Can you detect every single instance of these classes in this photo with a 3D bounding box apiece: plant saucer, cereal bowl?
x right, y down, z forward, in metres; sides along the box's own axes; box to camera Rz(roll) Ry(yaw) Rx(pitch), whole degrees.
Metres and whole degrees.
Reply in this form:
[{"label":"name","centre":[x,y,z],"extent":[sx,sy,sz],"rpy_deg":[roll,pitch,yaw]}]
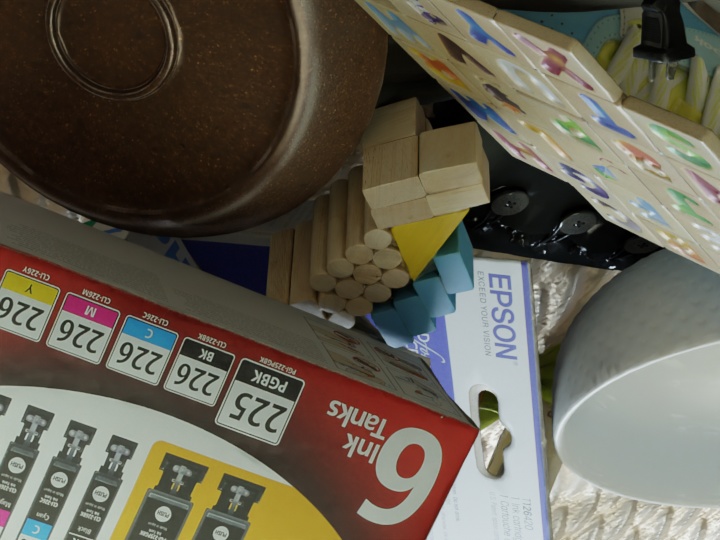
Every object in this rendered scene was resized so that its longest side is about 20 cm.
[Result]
[{"label":"plant saucer","centre":[-0.089,-0.095,0.656],"extent":[0.199,0.035,0.202],"rpy_deg":[9,122,15]},{"label":"cereal bowl","centre":[0.183,0.035,0.795],"extent":[0.198,0.084,0.200],"rpy_deg":[-2,151,-1]}]

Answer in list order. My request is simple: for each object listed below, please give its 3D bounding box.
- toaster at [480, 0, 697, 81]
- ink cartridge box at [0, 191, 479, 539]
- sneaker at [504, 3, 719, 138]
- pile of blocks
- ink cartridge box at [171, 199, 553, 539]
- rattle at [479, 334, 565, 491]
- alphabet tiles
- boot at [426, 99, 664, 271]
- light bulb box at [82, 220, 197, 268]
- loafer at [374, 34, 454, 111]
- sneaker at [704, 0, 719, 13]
[{"label":"toaster","centre":[0.077,-0.157,0.550],"extent":[0.113,0.202,0.129],"rpy_deg":[-1,-178,-23]},{"label":"ink cartridge box","centre":[-0.085,0.090,0.665],"extent":[0.199,0.084,0.177],"rpy_deg":[21,100,-20]},{"label":"sneaker","centre":[0.127,-0.059,0.651],"extent":[0.199,0.131,0.080],"rpy_deg":[20,108,-33]},{"label":"pile of blocks","centre":[0.000,0.000,0.729],"extent":[0.082,0.062,0.200],"rpy_deg":[25,132,-22]},{"label":"ink cartridge box","centre":[-0.003,0.057,0.831],"extent":[0.198,0.047,0.199],"rpy_deg":[5,126,18]},{"label":"rattle","centre":[0.049,0.091,0.952],"extent":[0.142,0.131,0.200],"rpy_deg":[9,166,-3]},{"label":"alphabet tiles","centre":[0.082,-0.044,0.612],"extent":[0.006,0.166,0.200],"rpy_deg":[-57,139,-4]},{"label":"boot","centre":[0.130,-0.055,0.793],"extent":[0.199,0.066,0.165],"rpy_deg":[17,134,-20]},{"label":"light bulb box","centre":[-0.147,0.100,0.809],"extent":[0.199,0.125,0.199],"rpy_deg":[-17,115,29]},{"label":"loafer","centre":[0.034,-0.111,0.710],"extent":[0.198,0.073,0.072],"rpy_deg":[-1,121,-19]},{"label":"sneaker","centre":[0.238,-0.133,0.691],"extent":[0.198,0.080,0.130],"rpy_deg":[26,141,-20]}]
